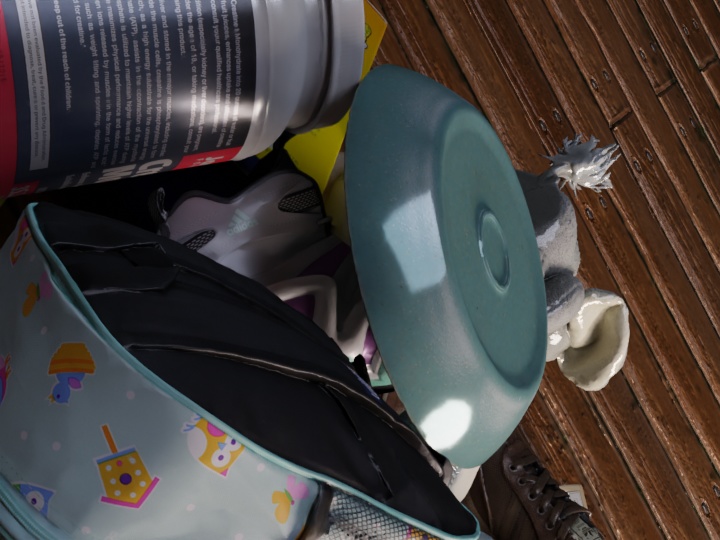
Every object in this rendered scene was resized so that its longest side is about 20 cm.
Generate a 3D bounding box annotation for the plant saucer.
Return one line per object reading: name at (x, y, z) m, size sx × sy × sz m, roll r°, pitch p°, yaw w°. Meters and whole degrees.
plant saucer at (0.051, -0.007, 0.765) m, size 0.200 × 0.036 × 0.202 m, roll -13°, pitch 90°, yaw -68°

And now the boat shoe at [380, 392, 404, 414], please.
boat shoe at (-0.004, 0.134, 0.920) m, size 0.071 × 0.076 × 0.200 m, roll 30°, pitch 39°, yaw 10°

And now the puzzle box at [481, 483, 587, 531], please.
puzzle box at (0.129, 0.243, 1.046) m, size 0.133 × 0.025 × 0.202 m, roll 4°, pitch 66°, yaw -49°

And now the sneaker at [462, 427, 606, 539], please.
sneaker at (0.121, 0.165, 0.998) m, size 0.070 × 0.075 × 0.201 m, roll -16°, pitch 82°, yaw -53°

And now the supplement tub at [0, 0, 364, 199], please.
supplement tub at (-0.112, -0.114, 0.731) m, size 0.199 × 0.140 × 0.141 m, roll -11°, pitch 76°, yaw -23°

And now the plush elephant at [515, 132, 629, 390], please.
plush elephant at (0.094, 0.013, 1.054) m, size 0.199 × 0.165 × 0.156 m, roll -31°, pitch 136°, yaw -21°

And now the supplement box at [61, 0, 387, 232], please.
supplement box at (-0.077, -0.102, 0.926) m, size 0.109 × 0.108 × 0.201 m, roll 44°, pitch 41°, yaw -24°

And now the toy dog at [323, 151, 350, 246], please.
toy dog at (0.000, 0.000, 0.904) m, size 0.097 × 0.131 × 0.201 m, roll 64°, pitch 16°, yaw -56°

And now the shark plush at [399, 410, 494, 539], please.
shark plush at (-0.011, 0.105, 0.804) m, size 0.199 × 0.084 × 0.091 m, roll -5°, pitch 28°, yaw -33°

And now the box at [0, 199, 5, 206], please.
box at (-0.242, -0.033, 0.735) m, size 0.117 × 0.048 × 0.201 m, roll 48°, pitch 41°, yaw -20°

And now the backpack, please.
backpack at (-0.079, 0.072, 0.623) m, size 0.200 × 0.153 × 0.176 m, roll 41°, pitch 6°, yaw -44°

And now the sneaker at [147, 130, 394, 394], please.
sneaker at (-0.018, -0.009, 0.805) m, size 0.199 × 0.078 × 0.141 m, roll 3°, pitch 75°, yaw -37°
